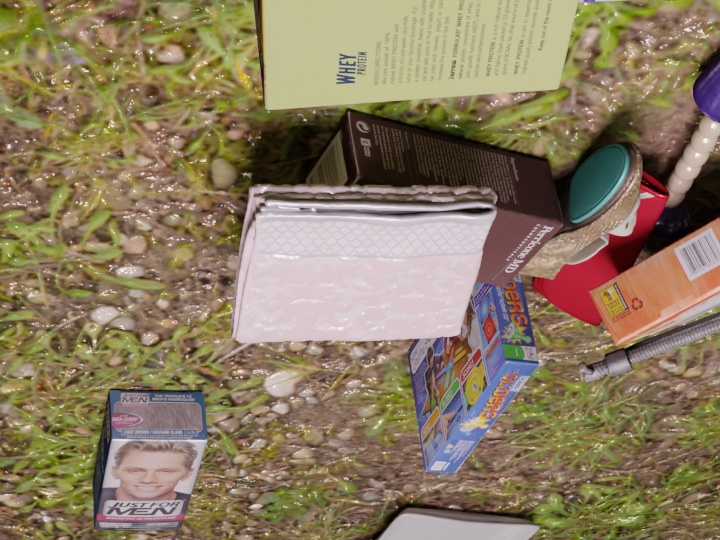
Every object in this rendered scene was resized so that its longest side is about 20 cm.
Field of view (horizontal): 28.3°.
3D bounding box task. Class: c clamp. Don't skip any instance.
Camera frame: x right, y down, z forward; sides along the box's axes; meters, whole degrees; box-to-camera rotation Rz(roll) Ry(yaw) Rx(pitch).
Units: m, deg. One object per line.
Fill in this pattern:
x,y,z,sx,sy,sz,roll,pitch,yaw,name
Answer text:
0.294,0.064,1.308,0.198,0.027,0.171,-22,172,6,c clamp

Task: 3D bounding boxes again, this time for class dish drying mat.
0.211,-0.024,1.275,0.076,0.018,0.201,31,143,10,dish drying mat

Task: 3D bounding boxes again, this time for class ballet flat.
0.194,-0.048,1.210,0.065,0.071,0.200,21,152,-19,ballet flat

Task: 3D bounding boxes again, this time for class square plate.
0.095,0.351,1.804,0.198,0.029,0.198,10,141,-24,square plate

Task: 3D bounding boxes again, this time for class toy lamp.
0.281,-0.105,1.177,0.057,0.059,0.201,0,143,-12,toy lamp

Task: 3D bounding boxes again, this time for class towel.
0.000,0.000,1.150,0.197,0.033,0.192,0,145,-10,towel

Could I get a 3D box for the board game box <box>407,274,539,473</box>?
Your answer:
0.100,0.082,1.333,0.034,0.137,0.201,6,143,-19,board game box

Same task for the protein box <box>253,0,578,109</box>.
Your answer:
0.030,-0.222,0.889,0.197,0.136,0.199,-5,146,-6,protein box

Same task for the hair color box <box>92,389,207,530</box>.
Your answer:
-0.225,0.203,1.499,0.099,0.061,0.201,2,143,-15,hair color box

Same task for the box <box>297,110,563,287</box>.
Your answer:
0.058,-0.055,1.186,0.198,0.076,0.100,9,142,-27,box

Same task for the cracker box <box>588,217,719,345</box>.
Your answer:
0.302,0.002,1.258,0.133,0.058,0.199,-32,167,29,cracker box

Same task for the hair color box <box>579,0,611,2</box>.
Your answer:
0.235,-0.244,0.965,0.197,0.065,0.110,-5,145,-8,hair color box
